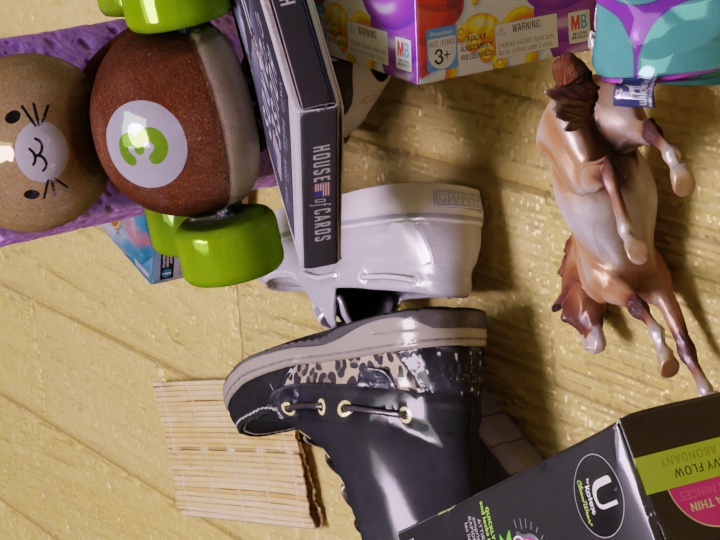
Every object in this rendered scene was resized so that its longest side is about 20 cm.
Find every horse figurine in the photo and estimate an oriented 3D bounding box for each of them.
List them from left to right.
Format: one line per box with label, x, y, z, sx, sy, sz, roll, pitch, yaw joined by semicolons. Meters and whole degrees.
horse figurine;0.111;-0.024;0.996;0.133;0.050;0.201;-118;8;-50

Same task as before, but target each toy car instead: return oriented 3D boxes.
toy car;-0.160;-0.066;1.177;0.158;0.199;0.165;-145;41;-70

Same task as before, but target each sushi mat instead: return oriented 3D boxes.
sushi mat;-0.082;0.116;1.469;0.200;0.012;0.096;-6;95;61

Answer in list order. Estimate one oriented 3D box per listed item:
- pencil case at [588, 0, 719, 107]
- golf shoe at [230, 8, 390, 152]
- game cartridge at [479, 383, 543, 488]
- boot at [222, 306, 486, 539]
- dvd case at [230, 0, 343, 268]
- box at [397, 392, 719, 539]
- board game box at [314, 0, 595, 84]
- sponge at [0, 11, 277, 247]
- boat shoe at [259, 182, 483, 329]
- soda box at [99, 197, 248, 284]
pencil case;0.121;-0.170;0.912;0.092;0.085;0.201;-3;99;31
golf shoe;-0.036;-0.161;1.228;0.094;0.078;0.201;-35;71;41
game cartridge;0.048;0.153;1.235;0.130;0.038;0.201;55;145;41
boot;0.000;0.110;1.183;0.203;0.073;0.155;-22;73;51
dvd case;-0.043;-0.122;1.089;0.151;0.025;0.201;91;166;-63
box;0.133;0.129;0.950;0.200;0.148;0.125;-37;68;60
board game box;0.036;-0.199;1.033;0.105;0.103;0.201;24;123;55
sponge;-0.139;-0.085;1.294;0.030;0.199;0.112;-31;75;58
boat shoe;0.000;0.000;1.215;0.200;0.072;0.069;-11;75;52
soda box;-0.145;-0.070;1.443;0.200;0.068;0.064;43;137;47
